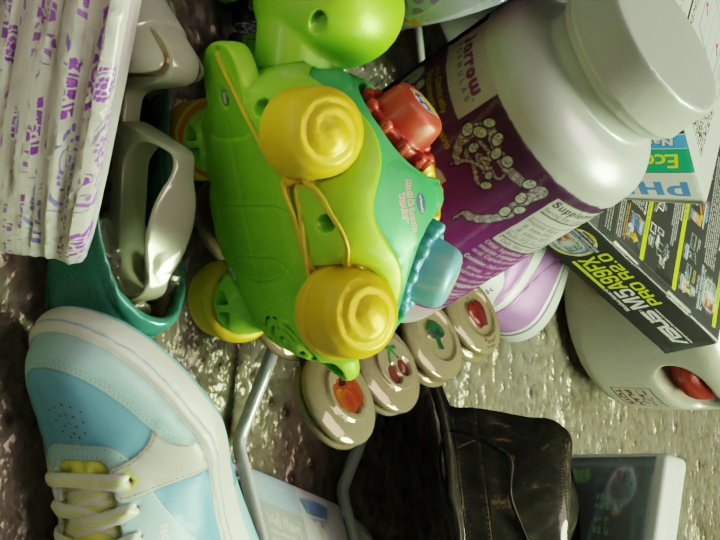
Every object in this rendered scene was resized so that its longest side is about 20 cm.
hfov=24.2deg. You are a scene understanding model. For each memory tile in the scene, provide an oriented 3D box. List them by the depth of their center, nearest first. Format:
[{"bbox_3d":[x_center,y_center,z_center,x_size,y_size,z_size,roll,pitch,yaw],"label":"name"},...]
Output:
[{"bbox_3d":[0.000,0.000,0.884,0.154,0.017,0.200,61,33,1],"label":"memory tile"}]

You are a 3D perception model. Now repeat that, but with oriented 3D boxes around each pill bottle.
[{"bbox_3d":[0.071,-0.064,0.828,0.112,0.200,0.113,34,38,-32],"label":"pill bottle"}]

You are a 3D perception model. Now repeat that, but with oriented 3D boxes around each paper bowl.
[{"bbox_3d":[-0.127,-0.108,0.585,0.201,0.104,0.202,-170,-90,-81],"label":"paper bowl"}]

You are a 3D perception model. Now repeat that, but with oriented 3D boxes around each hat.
[{"bbox_3d":[0.086,0.126,0.960,0.201,0.080,0.202,-14,90,-87],"label":"hat"}]

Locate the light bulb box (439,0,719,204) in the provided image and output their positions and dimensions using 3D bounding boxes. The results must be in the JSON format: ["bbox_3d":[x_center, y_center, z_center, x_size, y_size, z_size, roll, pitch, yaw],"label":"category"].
[{"bbox_3d":[0.138,-0.174,0.944,0.200,0.124,0.199,62,40,-50],"label":"light bulb box"}]

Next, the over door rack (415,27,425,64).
[{"bbox_3d":[0.043,-0.158,0.968,0.148,0.066,0.200,-67,149,-33],"label":"over door rack"}]

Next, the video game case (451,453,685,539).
[{"bbox_3d":[0.109,0.209,0.997,0.023,0.181,0.201,20,73,-33],"label":"video game case"}]

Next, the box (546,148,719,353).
[{"bbox_3d":[0.186,-0.073,1.087,0.160,0.044,0.201,38,54,-35],"label":"box"}]

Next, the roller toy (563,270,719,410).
[{"bbox_3d":[0.239,0.013,1.242,0.200,0.139,0.184,-29,109,-47],"label":"roller toy"}]

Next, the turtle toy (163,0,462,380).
[{"bbox_3d":[-0.017,-0.050,0.736,0.101,0.145,0.201,-15,100,-29],"label":"turtle toy"}]

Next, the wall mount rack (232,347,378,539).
[{"bbox_3d":[-0.012,0.108,0.885,0.200,0.074,0.175,36,34,-56],"label":"wall mount rack"}]

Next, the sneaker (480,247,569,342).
[{"bbox_3d":[0.104,-0.067,1.073,0.114,0.072,0.202,40,58,-50],"label":"sneaker"}]

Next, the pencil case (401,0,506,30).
[{"bbox_3d":[0.021,-0.213,0.766,0.090,0.083,0.201,-27,109,-18],"label":"pencil case"}]

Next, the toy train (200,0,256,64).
[{"bbox_3d":[-0.041,-0.147,0.829,0.042,0.056,0.201,26,70,-57],"label":"toy train"}]

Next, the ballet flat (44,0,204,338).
[{"bbox_3d":[-0.098,-0.065,0.722,0.067,0.070,0.201,-7,97,-59],"label":"ballet flat"}]

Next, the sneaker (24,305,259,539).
[{"bbox_3d":[-0.107,0.123,0.711,0.131,0.079,0.201,-59,138,-41],"label":"sneaker"}]
